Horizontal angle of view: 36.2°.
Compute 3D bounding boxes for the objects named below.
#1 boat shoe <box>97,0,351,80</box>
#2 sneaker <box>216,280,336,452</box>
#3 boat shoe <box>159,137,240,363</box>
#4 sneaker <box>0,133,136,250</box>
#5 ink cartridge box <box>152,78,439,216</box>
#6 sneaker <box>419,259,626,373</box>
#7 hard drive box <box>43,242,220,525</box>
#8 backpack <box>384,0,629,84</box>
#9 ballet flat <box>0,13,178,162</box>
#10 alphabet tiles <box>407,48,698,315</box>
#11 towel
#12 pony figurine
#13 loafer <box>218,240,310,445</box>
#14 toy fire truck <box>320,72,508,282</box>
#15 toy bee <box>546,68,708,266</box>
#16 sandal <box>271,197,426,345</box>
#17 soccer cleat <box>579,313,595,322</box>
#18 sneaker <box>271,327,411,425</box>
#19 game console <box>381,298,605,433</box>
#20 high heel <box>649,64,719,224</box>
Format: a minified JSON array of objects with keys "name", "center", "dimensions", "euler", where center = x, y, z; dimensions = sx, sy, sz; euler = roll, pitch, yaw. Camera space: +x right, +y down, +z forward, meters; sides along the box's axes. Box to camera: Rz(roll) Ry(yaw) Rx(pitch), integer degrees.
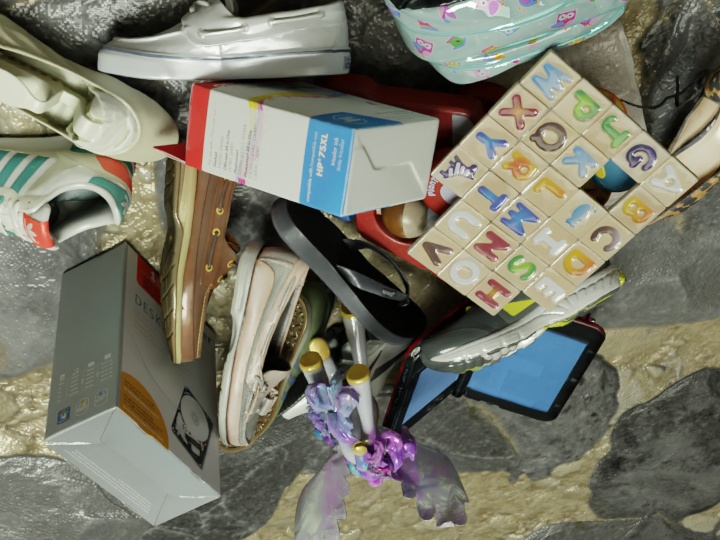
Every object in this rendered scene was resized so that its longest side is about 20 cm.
[{"name":"boat shoe","center":[-0.107,-0.184,0.867],"dimensions":[0.199,0.074,0.066],"euler":[-2,102,-4]},{"name":"sneaker","center":[-0.080,0.091,1.098],"dimensions":[0.067,0.090,0.201],"euler":[36,119,14]},{"name":"boat shoe","center":[-0.138,-0.014,0.966],"dimensions":[0.067,0.072,0.201],"euler":[1,104,-19]},{"name":"sneaker","center":[-0.285,-0.059,0.913],"dimensions":[0.198,0.094,0.071],"euler":[-7,133,-6]},{"name":"ink cartridge box","center":[-0.054,-0.106,0.862],"dimensions":[0.116,0.199,0.068],"euler":[-17,121,-53]},{"name":"sneaker","center":[0.137,0.026,1.001],"dimensions":[0.199,0.085,0.075],"euler":[-25,165,-7]},{"name":"hard drive box","center":[-0.202,0.102,1.003],"dimensions":[0.076,0.201,0.156],"euler":[-26,133,14]},{"name":"backpack","center":[0.112,-0.228,0.812],"dimensions":[0.199,0.168,0.127],"euler":[-22,138,16]},{"name":"ballet flat","center":[-0.234,-0.132,0.864],"dimensions":[0.199,0.070,0.070],"euler":[27,121,-24]},{"name":"alphabet tiles","center":[0.139,-0.053,0.875],"dimensions":[0.167,0.008,0.200],"euler":[35,117,-21]},{"name":"towel","center":[0.191,-0.123,1.002],"dimensions":[0.132,0.035,0.201],"euler":[-21,132,6]},{"name":"pony figurine","center":[0.003,0.158,1.027],"dimensions":[0.165,0.193,0.201],"euler":[-14,123,4]},{"name":"loafer","center":[-0.088,0.074,1.005],"dimensions":[0.062,0.072,0.201],"euler":[11,109,6]},{"name":"toy fire truck","center":[0.049,-0.081,0.968],"dimensions":[0.167,0.112,0.201],"euler":[12,140,15]},{"name":"toy bee","center":[0.188,-0.109,0.937],"dimensions":[0.108,0.201,0.131],"euler":[35,157,-3]},{"name":"sandal","center":[0.000,0.000,1.000],"dimensions":[0.043,0.076,0.200],"euler":[-32,125,24]},{"name":"soccer cleat","center":[0.186,0.024,1.122],"dimensions":[0.086,0.070,0.200],"euler":[7,150,26]},{"name":"sneaker","center":[-0.025,0.116,1.142],"dimensions":[0.199,0.074,0.088],"euler":[-34,128,18]},{"name":"game console","center":[0.127,0.118,1.112],"dimensions":[0.172,0.119,0.200],"euler":[-36,157,-28]},{"name":"high heel","center":[0.291,-0.099,0.941],"dimensions":[0.143,0.071,0.200],"euler":[-50,169,4]}]
